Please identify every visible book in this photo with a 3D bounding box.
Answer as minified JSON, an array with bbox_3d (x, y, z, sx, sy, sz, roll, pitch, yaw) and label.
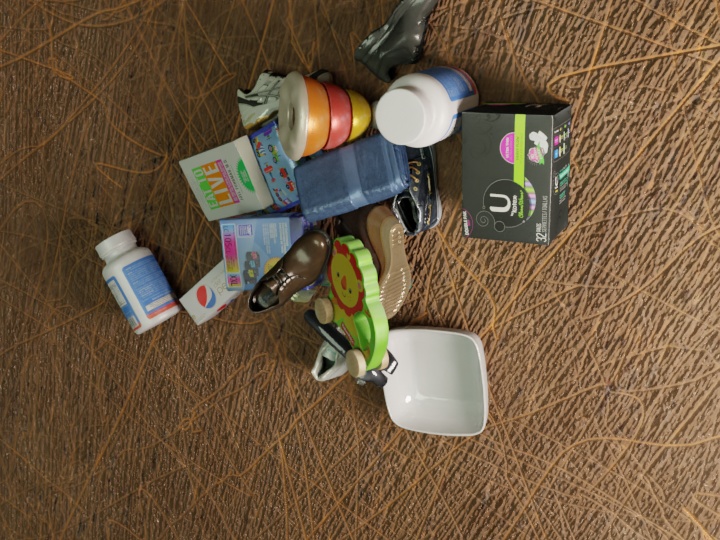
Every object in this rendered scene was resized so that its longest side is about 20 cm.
[{"bbox_3d":[-0.251,-0.169,1.697,0.199,0.048,0.135,-8,108,51],"label":"book"}]

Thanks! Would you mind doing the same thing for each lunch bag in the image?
[{"bbox_3d":[-0.164,-0.184,1.665,0.199,0.094,0.152,-19,99,41],"label":"lunch bag"}]

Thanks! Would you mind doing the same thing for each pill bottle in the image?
[{"bbox_3d":[-0.465,0.020,1.870,0.112,0.112,0.201,-27,92,32],"label":"pill bottle"},{"bbox_3d":[0.103,-0.256,1.414,0.111,0.200,0.113,9,110,25],"label":"pill bottle"}]

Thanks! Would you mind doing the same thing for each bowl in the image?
[{"bbox_3d":[0.140,0.190,1.621,0.198,0.075,0.202,1,106,27],"label":"bowl"}]

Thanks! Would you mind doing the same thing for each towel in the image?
[{"bbox_3d":[-0.013,-0.156,1.518,0.198,0.048,0.113,-17,72,22],"label":"towel"}]

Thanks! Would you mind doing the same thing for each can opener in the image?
[{"bbox_3d":[-0.024,0.139,1.632,0.199,0.079,0.063,36,164,19],"label":"can opener"}]

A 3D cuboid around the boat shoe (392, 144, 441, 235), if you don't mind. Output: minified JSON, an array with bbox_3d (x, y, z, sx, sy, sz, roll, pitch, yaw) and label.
[{"bbox_3d":[0.087,-0.161,1.526,0.070,0.091,0.202,-8,102,30],"label":"boat shoe"}]

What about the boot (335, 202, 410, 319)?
[{"bbox_3d":[0.015,-0.032,1.572,0.166,0.072,0.202,36,133,45],"label":"boot"}]

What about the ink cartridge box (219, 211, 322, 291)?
[{"bbox_3d":[-0.147,-0.035,1.634,0.198,0.076,0.138,-2,101,18],"label":"ink cartridge box"}]

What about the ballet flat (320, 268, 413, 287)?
[{"bbox_3d":[0.000,0.000,1.637,0.198,0.067,0.064,4,116,29],"label":"ballet flat"}]

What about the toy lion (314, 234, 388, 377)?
[{"bbox_3d":[-0.008,0.049,1.530,0.201,0.068,0.193,57,147,33],"label":"toy lion"}]

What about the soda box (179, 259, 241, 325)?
[{"bbox_3d":[-0.271,0.026,1.796,0.200,0.064,0.068,-38,86,32],"label":"soda box"}]

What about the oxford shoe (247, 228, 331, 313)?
[{"bbox_3d":[-0.122,0.010,1.547,0.073,0.084,0.200,44,114,5],"label":"oxford shoe"}]

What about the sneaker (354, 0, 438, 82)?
[{"bbox_3d":[0.080,-0.391,1.477,0.091,0.076,0.200,46,129,-3],"label":"sneaker"}]

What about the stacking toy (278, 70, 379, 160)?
[{"bbox_3d":[-0.033,-0.258,1.522,0.146,0.198,0.148,179,90,-71],"label":"stacking toy"}]

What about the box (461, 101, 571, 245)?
[{"bbox_3d":[0.247,-0.158,1.422,0.147,0.124,0.202,6,110,26],"label":"box"}]

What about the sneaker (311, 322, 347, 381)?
[{"bbox_3d":[-0.031,0.132,1.692,0.070,0.080,0.201,34,117,17],"label":"sneaker"}]

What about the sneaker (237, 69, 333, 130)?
[{"bbox_3d":[-0.143,-0.325,1.608,0.199,0.076,0.088,-21,87,26],"label":"sneaker"}]

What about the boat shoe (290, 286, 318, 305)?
[{"bbox_3d":[-0.155,-0.027,1.717,0.200,0.074,0.066,45,114,1],"label":"boat shoe"}]
